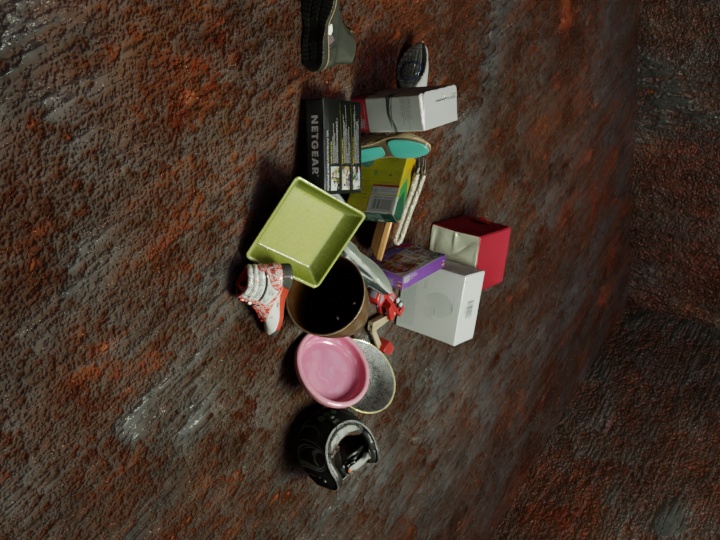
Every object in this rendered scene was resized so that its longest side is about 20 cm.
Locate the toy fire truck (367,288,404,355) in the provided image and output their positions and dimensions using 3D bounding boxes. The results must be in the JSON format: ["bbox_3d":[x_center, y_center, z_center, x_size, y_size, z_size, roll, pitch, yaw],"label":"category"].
[{"bbox_3d":[0.057,0.128,1.843,0.142,0.048,0.200,-59,143,-17],"label":"toy fire truck"}]

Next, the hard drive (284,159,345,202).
[{"bbox_3d":[-0.101,-0.133,1.527,0.140,0.033,0.200,-60,143,-16],"label":"hard drive"}]

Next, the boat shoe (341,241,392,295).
[{"bbox_3d":[0.000,0.000,1.644,0.060,0.076,0.200,-36,118,17],"label":"boat shoe"}]

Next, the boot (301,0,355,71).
[{"bbox_3d":[-0.053,-0.518,1.402,0.138,0.077,0.202,-27,139,-50],"label":"boot"}]

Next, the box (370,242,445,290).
[{"bbox_3d":[0.114,-0.015,1.782,0.199,0.136,0.040,-25,126,-46],"label":"box"}]

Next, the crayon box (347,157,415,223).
[{"bbox_3d":[0.052,-0.215,1.594,0.051,0.126,0.202,44,58,-59],"label":"crayon box"}]

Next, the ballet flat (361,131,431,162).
[{"bbox_3d":[0.066,-0.292,1.556,0.071,0.198,0.066,65,30,-50],"label":"ballet flat"}]

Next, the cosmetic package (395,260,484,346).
[{"bbox_3d":[0.222,0.078,1.916,0.122,0.199,0.202,-11,114,-54],"label":"cosmetic package"}]

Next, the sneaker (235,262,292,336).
[{"bbox_3d":[-0.214,0.061,1.440,0.107,0.068,0.202,1,135,-20],"label":"sneaker"}]

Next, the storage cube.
[{"bbox_3d":[0.317,-0.053,2.016,0.179,0.170,0.202,-17,119,-48],"label":"storage cube"}]

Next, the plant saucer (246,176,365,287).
[{"bbox_3d":[-0.121,-0.084,1.440,0.199,0.048,0.201,26,104,-38],"label":"plant saucer"}]

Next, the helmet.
[{"bbox_3d":[-0.066,0.442,1.694,0.198,0.190,0.202,4,82,-30],"label":"helmet"}]

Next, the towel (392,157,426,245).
[{"bbox_3d":[0.117,-0.173,1.671,0.133,0.034,0.202,-78,-174,-63],"label":"towel"}]

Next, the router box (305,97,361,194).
[{"bbox_3d":[-0.056,-0.268,1.478,0.149,0.051,0.202,-13,104,-57],"label":"router box"}]

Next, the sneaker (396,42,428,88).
[{"bbox_3d":[0.133,-0.460,1.688,0.087,0.074,0.202,-32,137,-58],"label":"sneaker"}]

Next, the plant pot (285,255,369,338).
[{"bbox_3d":[-0.053,0.081,1.586,0.188,0.185,0.200,-65,159,-10],"label":"plant pot"}]

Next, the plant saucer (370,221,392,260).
[{"bbox_3d":[0.063,-0.125,1.684,0.200,0.037,0.202,17,90,-87],"label":"plant saucer"}]

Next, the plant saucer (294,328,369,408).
[{"bbox_3d":[-0.074,0.237,1.632,0.200,0.201,0.051,-29,170,-44],"label":"plant saucer"}]

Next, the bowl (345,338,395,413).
[{"bbox_3d":[-0.017,0.286,1.741,0.200,0.201,0.094,-27,167,-45],"label":"bowl"}]

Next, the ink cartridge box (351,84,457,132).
[{"bbox_3d":[0.102,-0.368,1.550,0.145,0.199,0.084,-28,117,-44],"label":"ink cartridge box"}]
